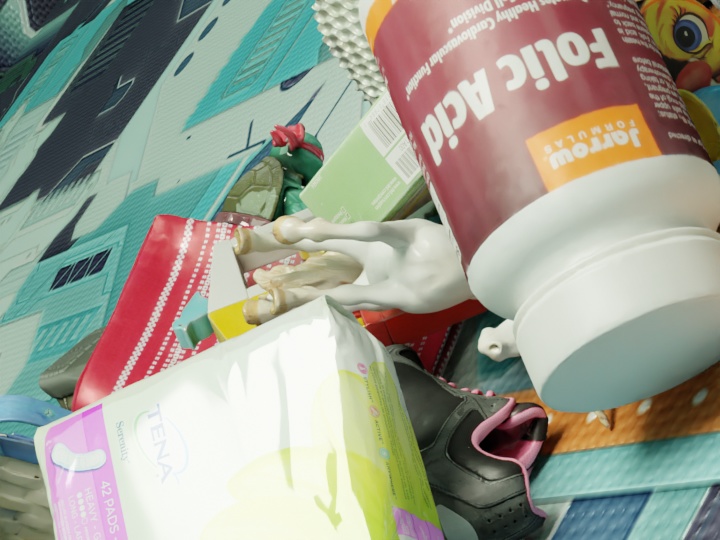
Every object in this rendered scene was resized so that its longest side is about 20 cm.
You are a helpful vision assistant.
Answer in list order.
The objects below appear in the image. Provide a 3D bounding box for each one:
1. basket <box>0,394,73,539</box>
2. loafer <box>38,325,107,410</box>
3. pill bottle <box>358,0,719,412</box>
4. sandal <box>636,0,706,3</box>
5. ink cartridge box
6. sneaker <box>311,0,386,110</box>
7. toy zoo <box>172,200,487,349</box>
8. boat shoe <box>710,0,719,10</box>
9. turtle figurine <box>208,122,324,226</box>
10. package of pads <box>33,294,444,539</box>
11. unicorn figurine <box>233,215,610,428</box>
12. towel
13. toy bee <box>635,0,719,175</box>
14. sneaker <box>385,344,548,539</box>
[{"bbox_3d":[-0.149,0.148,1.287,0.200,0.176,0.139,-56,26,36],"label":"basket"},{"bbox_3d":[-0.119,0.067,1.408,0.075,0.070,0.200,-41,13,-20],"label":"loafer"},{"bbox_3d":[0.083,-0.049,1.028,0.114,0.114,0.200,-40,60,34],"label":"pill bottle"},{"bbox_3d":[0.140,-0.132,1.310,0.200,0.054,0.080,-55,17,-14],"label":"sandal"},{"bbox_3d":[0.072,-0.100,1.223,0.200,0.048,0.146,-36,-7,-32],"label":"ink cartridge box"},{"bbox_3d":[0.046,-0.128,1.335,0.070,0.200,0.100,24,64,40],"label":"sneaker"},{"bbox_3d":[0.000,0.000,1.255,0.200,0.020,0.131,-22,32,0],"label":"toy zoo"},{"bbox_3d":[0.233,-0.214,1.202,0.200,0.074,0.067,-47,20,17],"label":"boat shoe"},{"bbox_3d":[-0.044,-0.009,1.461,0.150,0.101,0.200,137,156,-75],"label":"turtle figurine"},{"bbox_3d":[-0.041,0.125,1.000,0.154,0.068,0.200,-25,60,14],"label":"package of pads"},{"bbox_3d":[0.021,0.004,1.127,0.200,0.137,0.074,-130,43,-68],"label":"unicorn figurine"},{"bbox_3d":[-0.045,0.031,1.296,0.200,0.022,0.145,4,52,25],"label":"towel"},{"bbox_3d":[0.132,-0.081,1.131,0.131,0.109,0.200,-30,28,51],"label":"toy bee"},{"bbox_3d":[0.042,0.082,1.119,0.095,0.079,0.200,-26,21,7],"label":"sneaker"}]
